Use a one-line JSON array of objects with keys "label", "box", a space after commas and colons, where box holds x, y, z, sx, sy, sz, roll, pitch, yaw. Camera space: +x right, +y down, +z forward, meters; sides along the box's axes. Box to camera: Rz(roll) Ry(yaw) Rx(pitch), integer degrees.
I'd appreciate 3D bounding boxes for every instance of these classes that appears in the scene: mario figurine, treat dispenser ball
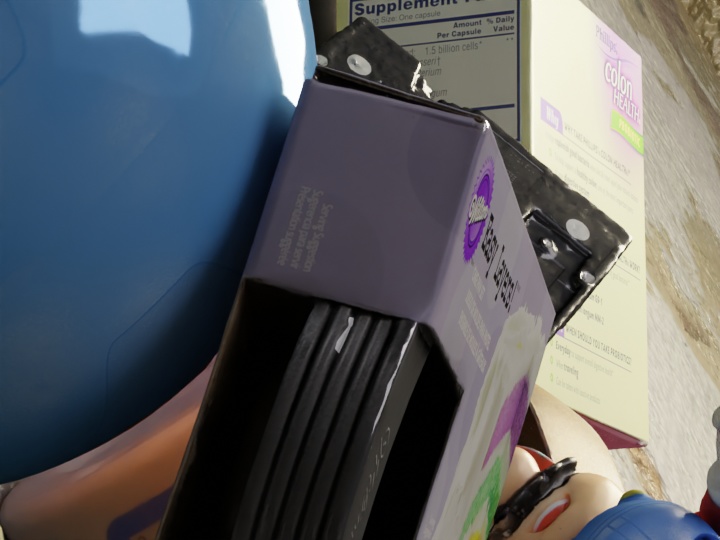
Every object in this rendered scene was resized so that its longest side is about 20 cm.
[{"label": "mario figurine", "box": [0.077, 0.093, 0.894, 0.200, 0.123, 0.106, -174, -96, -66]}, {"label": "treat dispenser ball", "box": [-0.110, -0.045, 0.655, 0.201, 0.201, 0.201, 54, 17, -25]}]

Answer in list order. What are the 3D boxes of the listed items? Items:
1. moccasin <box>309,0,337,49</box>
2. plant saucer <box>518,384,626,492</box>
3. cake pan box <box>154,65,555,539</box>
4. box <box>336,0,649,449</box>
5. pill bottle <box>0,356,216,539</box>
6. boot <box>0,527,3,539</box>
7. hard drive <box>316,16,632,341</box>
[{"label": "moccasin", "box": [-0.019, -0.108, 1.287, 0.078, 0.074, 0.202, 50, 20, -44]}, {"label": "plant saucer", "box": [0.086, 0.137, 1.081, 0.200, 0.035, 0.201, 173, -90, -82]}, {"label": "cake pan box", "box": [-0.005, 0.065, 0.669, 0.200, 0.052, 0.184, 62, 43, -72]}, {"label": "box", "box": [0.064, -0.024, 1.239, 0.176, 0.097, 0.200, 25, 63, -65]}, {"label": "pill bottle", "box": [-0.014, 0.128, 0.822, 0.200, 0.114, 0.114, 59, 16, -8]}, {"label": "boot", "box": [-0.105, 0.140, 0.600, 0.156, 0.073, 0.200, 64, 11, 6]}, {"label": "hard drive", "box": [0.000, 0.000, 0.945, 0.140, 0.038, 0.200, 39, 39, 4]}]
